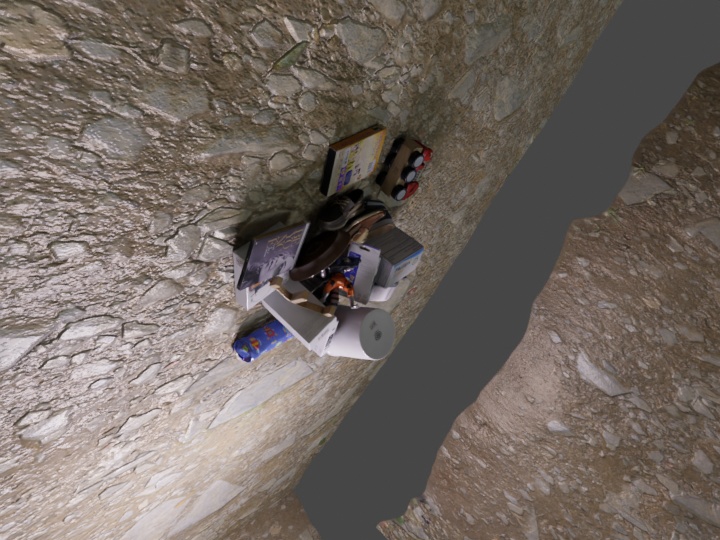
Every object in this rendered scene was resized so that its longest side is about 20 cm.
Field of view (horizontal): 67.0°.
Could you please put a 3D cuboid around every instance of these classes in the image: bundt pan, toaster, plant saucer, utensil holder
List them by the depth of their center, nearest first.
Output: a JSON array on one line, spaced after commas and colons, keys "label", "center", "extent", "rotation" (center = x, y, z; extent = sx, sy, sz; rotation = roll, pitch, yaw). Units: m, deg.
[{"label": "plant saucer", "center": [-0.117, -0.050, 1.464], "extent": [0.200, 0.200, 0.032], "rotation": [-45, 116, -17]}, {"label": "bundt pan", "center": [-0.158, 0.080, 1.694], "extent": [0.202, 0.076, 0.202], "rotation": [-43, 159, -21]}, {"label": "utensil holder", "center": [-0.012, 0.196, 1.726], "extent": [0.169, 0.199, 0.171], "rotation": [0, 90, -43]}, {"label": "toaster", "center": [0.048, 0.031, 1.850], "extent": [0.129, 0.199, 0.114], "rotation": [108, -13, -57]}]

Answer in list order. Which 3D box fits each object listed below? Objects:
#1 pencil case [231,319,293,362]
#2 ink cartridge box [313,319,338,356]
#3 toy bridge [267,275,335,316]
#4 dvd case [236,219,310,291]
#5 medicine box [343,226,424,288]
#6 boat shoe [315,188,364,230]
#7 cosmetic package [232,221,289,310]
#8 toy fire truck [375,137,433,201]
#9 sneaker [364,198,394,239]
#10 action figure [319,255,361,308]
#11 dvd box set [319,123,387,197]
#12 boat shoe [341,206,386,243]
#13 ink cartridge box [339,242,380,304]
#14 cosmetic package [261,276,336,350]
[{"label": "pencil case", "center": [-0.287, 0.208, 1.631], "extent": [0.200, 0.078, 0.087], "rotation": [-28, 157, -50]}, {"label": "ink cartridge box", "center": [-0.124, 0.169, 1.666], "extent": [0.039, 0.099, 0.200], "rotation": [-34, 156, -40]}, {"label": "toy bridge", "center": [-0.162, 0.070, 1.432], "extent": [0.067, 0.200, 0.027], "rotation": [-14, -128, 49]}, {"label": "dvd case", "center": [-0.207, -0.039, 1.314], "extent": [0.200, 0.016, 0.149], "rotation": [-28, 148, -52]}, {"label": "medicine box", "center": [0.070, -0.063, 1.762], "extent": [0.182, 0.200, 0.103], "rotation": [-30, 151, -45]}, {"label": "boat shoe", "center": [-0.055, -0.175, 1.496], "extent": [0.200, 0.074, 0.074], "rotation": [-43, 151, -49]}, {"label": "cosmetic package", "center": [-0.246, -0.009, 1.376], "extent": [0.151, 0.052, 0.200], "rotation": [-41, 158, -33]}, {"label": "toy fire truck", "center": [0.155, -0.317, 1.659], "extent": [0.199, 0.129, 0.177], "rotation": [-12, 138, -47]}, {"label": "sneaker", "center": [-0.005, -0.148, 1.666], "extent": [0.199, 0.109, 0.070], "rotation": [-19, 160, -1]}, {"label": "action figure", "center": [-0.097, 0.022, 1.585], "extent": [0.199, 0.194, 0.105], "rotation": [4, 141, -14]}, {"label": "dvd box set", "center": [-0.018, -0.288, 1.417], "extent": [0.200, 0.029, 0.147], "rotation": [-35, 155, -38]}, {"label": "boat shoe", "center": [-0.011, -0.114, 1.572], "extent": [0.199, 0.074, 0.076], "rotation": [-28, -168, 17]}, {"label": "ink cartridge box", "center": [0.000, 0.000, 1.665], "extent": [0.039, 0.099, 0.201], "rotation": [-50, 159, -58]}, {"label": "cosmetic package", "center": [-0.174, 0.112, 1.525], "extent": [0.113, 0.200, 0.081], "rotation": [-42, 165, -17]}]
